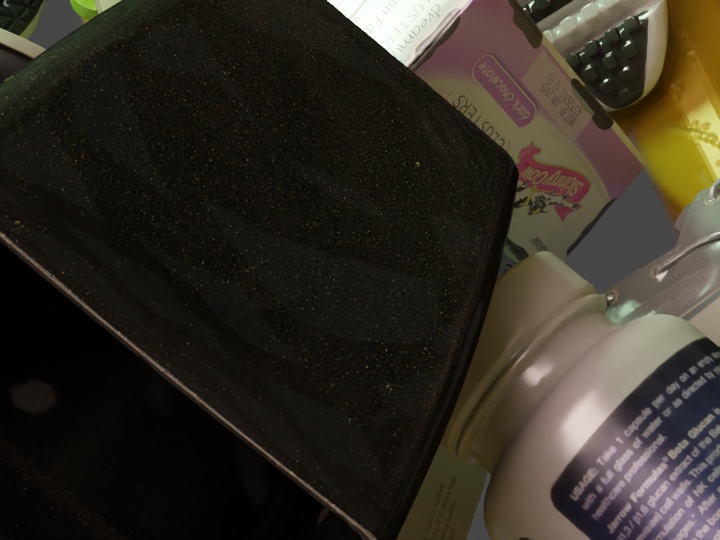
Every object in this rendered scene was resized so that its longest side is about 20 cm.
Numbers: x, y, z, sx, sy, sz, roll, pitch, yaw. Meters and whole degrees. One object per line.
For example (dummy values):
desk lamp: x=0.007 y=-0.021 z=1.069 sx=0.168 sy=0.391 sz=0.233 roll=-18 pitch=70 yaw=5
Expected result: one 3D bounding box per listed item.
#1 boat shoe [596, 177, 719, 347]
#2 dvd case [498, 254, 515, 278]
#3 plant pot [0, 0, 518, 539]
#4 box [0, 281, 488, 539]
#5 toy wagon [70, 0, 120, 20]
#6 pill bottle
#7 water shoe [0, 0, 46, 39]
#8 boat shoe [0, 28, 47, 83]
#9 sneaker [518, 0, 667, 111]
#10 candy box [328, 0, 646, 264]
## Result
boat shoe: x=0.147 y=0.000 z=1.091 sx=0.200 sy=0.070 sz=0.072 roll=-37 pitch=60 yaw=15
dvd case: x=0.000 y=0.000 z=1.211 sx=0.142 sy=0.018 sz=0.201 roll=13 pitch=75 yaw=34
plant pot: x=-0.061 y=0.004 z=0.996 sx=0.178 sy=0.200 sz=0.200 roll=-54 pitch=6 yaw=-32
box: x=-0.040 y=0.047 z=1.108 sx=0.036 sy=0.199 sz=0.145 roll=-32 pitch=35 yaw=65
toy wagon: x=-0.115 y=-0.169 z=1.282 sx=0.039 sy=0.156 sz=0.201 roll=-11 pitch=56 yaw=-13
pill bottle: x=0.116 y=0.087 z=1.007 sx=0.200 sy=0.111 sz=0.111 roll=42 pitch=92 yaw=16
water shoe: x=-0.205 y=-0.176 z=1.397 sx=0.079 sy=0.071 sz=0.201 roll=-35 pitch=48 yaw=39
boat shoe: x=-0.145 y=-0.056 z=1.223 sx=0.073 sy=0.199 sz=0.063 roll=-22 pitch=47 yaw=63
sneaker: x=0.091 y=-0.164 z=1.203 sx=0.075 sy=0.081 sz=0.201 roll=-24 pitch=77 yaw=23
candy box: x=0.004 y=-0.104 z=1.140 sx=0.072 sy=0.168 sz=0.200 roll=-48 pitch=54 yaw=-1
